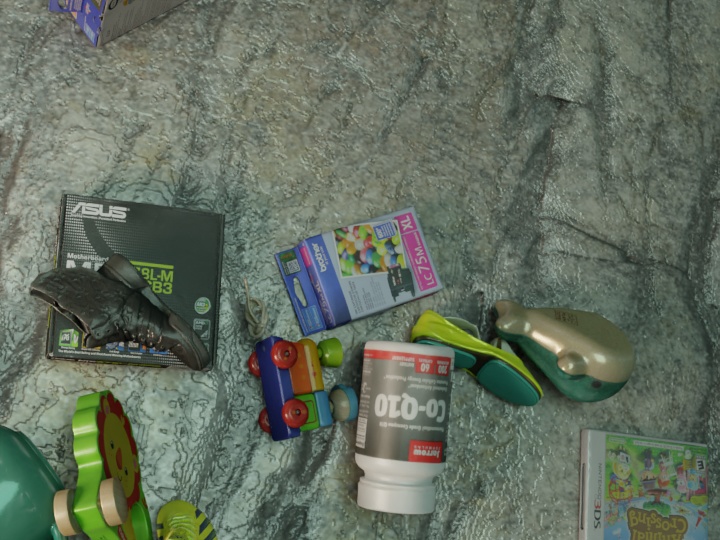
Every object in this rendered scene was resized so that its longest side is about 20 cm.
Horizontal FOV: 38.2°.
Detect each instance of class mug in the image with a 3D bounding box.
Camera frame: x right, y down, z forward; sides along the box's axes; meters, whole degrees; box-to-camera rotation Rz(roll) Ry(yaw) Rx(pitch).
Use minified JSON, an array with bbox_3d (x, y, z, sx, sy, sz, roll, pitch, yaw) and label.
[{"bbox_3d":[-0.371,0.251,1.095,0.114,0.152,0.186,-38,94,-26],"label":"mug"}]

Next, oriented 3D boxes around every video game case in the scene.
[{"bbox_3d":[0.392,0.321,1.435,0.198,0.022,0.184,10,75,-18],"label":"video game case"}]

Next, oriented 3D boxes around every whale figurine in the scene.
[{"bbox_3d":[0.264,0.108,1.395,0.198,0.104,0.159,19,27,-5],"label":"whale figurine"}]

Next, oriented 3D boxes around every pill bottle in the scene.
[{"bbox_3d":[0.053,0.191,1.279,0.113,0.114,0.202,7,85,-19],"label":"pill bottle"}]

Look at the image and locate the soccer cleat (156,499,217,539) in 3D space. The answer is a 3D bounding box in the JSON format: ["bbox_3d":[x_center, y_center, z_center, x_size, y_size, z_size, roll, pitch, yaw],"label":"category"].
[{"bbox_3d":[-0.190,0.304,1.132,0.064,0.200,0.084,-24,120,-6],"label":"soccer cleat"}]

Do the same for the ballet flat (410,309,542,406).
[{"bbox_3d":[0.159,0.109,1.377,0.199,0.067,0.067,26,51,-12],"label":"ballet flat"}]

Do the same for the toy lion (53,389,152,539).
[{"bbox_3d":[-0.269,0.241,1.140,0.068,0.192,0.201,-13,122,2],"label":"toy lion"}]

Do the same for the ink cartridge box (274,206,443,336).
[{"bbox_3d":[0.000,0.000,1.353,0.199,0.042,0.120,-18,84,-21],"label":"ink cartridge box"}]

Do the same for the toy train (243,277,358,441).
[{"bbox_3d":[-0.073,0.101,1.284,0.115,0.084,0.202,-6,80,-32],"label":"toy train"}]

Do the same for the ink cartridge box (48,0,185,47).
[{"bbox_3d":[-0.283,-0.358,1.275,0.200,0.136,0.077,-37,90,-24],"label":"ink cartridge box"}]

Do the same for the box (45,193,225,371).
[{"bbox_3d":[-0.266,0.016,1.245,0.198,0.047,0.195,7,78,-20],"label":"box"}]

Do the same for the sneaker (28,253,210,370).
[{"bbox_3d":[-0.271,0.061,1.180,0.104,0.060,0.200,-42,91,-24],"label":"sneaker"}]
